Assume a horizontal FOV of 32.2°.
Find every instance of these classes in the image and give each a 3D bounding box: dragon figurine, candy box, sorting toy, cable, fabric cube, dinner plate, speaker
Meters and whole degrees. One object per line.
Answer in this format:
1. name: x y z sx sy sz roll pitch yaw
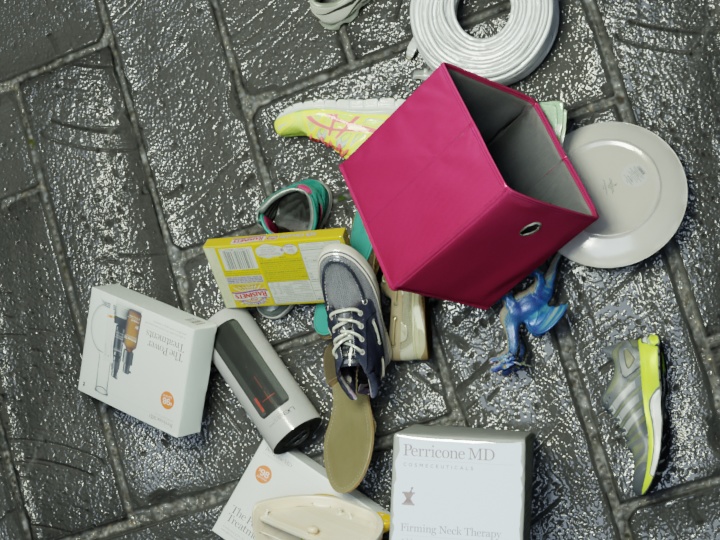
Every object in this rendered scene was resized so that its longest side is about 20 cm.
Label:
1. dragon figurine: 0.231 0.049 1.606 0.199 0.059 0.100 -39 79 -1
2. candy box: -0.099 -0.002 1.622 0.198 0.027 0.103 -4 127 21
3. sorting toy: -0.035 0.393 1.589 0.199 0.106 0.182 12 107 42
4. cable: 0.161 -0.341 1.644 0.198 0.069 0.202 12 90 15
5. fabric cube: 0.130 -0.096 1.520 0.199 0.195 0.201 -41 56 29
6. dinner plate: 0.314 -0.101 1.586 0.198 0.024 0.202 -4 70 11
7. speaker: -0.135 0.146 1.676 0.081 0.081 0.201 -40 69 10

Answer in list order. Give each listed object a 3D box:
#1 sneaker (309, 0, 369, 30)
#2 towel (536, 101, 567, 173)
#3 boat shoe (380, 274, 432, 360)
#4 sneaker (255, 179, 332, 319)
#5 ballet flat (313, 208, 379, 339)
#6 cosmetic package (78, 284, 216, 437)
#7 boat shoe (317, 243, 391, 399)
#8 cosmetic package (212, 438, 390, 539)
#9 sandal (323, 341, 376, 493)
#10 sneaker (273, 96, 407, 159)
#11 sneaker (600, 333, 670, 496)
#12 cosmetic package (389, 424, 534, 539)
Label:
1. sneaker: 0.007 -0.414 1.681 0.074 0.088 0.200 42 96 14
2. towel: 0.190 -0.120 1.620 0.151 0.023 0.202 8 90 40
3. boat shoe: 0.057 0.019 1.653 0.064 0.072 0.203 -4 92 13
4. sneaker: -0.102 -0.030 1.670 0.083 0.121 0.202 20 92 15
5. ballet flat: 0.000 0.000 1.667 0.067 0.072 0.202 19 92 30
6. cosmetic package: -0.293 0.120 1.701 0.199 0.051 0.153 18 106 33
7. boat shoe: -0.010 0.070 1.570 0.074 0.093 0.201 -10 123 19
8. cosmetic package: -0.079 0.339 1.681 0.199 0.052 0.152 31 93 14
9. sandal: -0.003 0.197 1.664 0.077 0.069 0.214 -20 60 27
10. sneaker: -0.023 -0.184 1.681 0.198 0.078 0.091 0 89 14
11. sneaker: 0.346 0.182 1.574 0.080 0.074 0.202 -3 80 24
12. cosmetic package: 0.129 0.302 1.565 0.165 0.166 0.203 2 87 12
